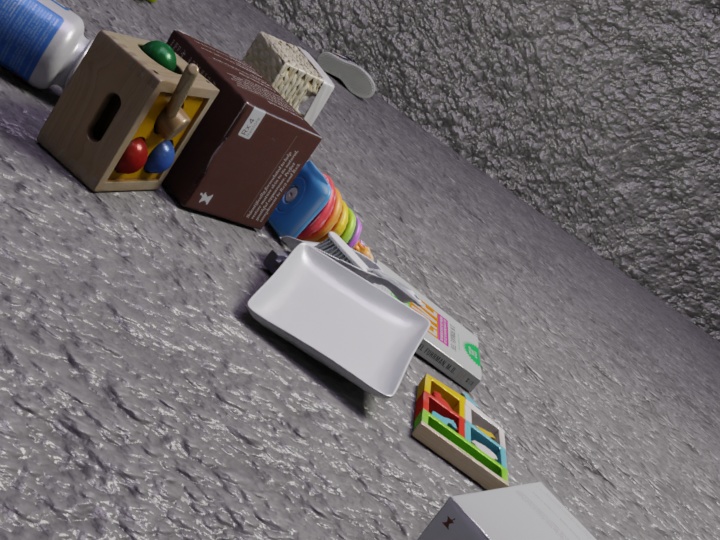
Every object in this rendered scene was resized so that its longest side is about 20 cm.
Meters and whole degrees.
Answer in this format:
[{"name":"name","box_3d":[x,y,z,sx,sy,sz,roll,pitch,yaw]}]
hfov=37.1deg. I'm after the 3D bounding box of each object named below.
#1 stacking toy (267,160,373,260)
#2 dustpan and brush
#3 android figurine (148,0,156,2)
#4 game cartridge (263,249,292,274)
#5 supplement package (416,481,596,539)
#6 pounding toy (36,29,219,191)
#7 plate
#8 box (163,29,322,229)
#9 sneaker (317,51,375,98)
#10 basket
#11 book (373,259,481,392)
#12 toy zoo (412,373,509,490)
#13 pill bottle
[{"name":"stacking toy","box_3d":[-0.041,-0.062,1.614,0.200,0.110,0.116,39,8,-39]},{"name":"dustpan and brush","box_3d":[0.000,0.000,1.439,0.200,0.058,0.139,44,16,23]},{"name":"android figurine","box_3d":[-0.517,-0.646,2.339,0.181,0.041,0.200,24,19,-40]},{"name":"game cartridge","box_3d":[-0.028,0.049,1.410,0.200,0.039,0.129,44,13,24]},{"name":"supplement package","box_3d":[0.125,0.271,0.933,0.117,0.118,0.199,45,17,28]},{"name":"pounding toy","box_3d":[-0.257,-0.193,1.284,0.142,0.201,0.184,39,15,11]},{"name":"plate","box_3d":[-0.025,0.062,1.294,0.198,0.033,0.200,32,29,2]},{"name":"box","box_3d":[-0.197,-0.193,1.484,0.163,0.167,0.200,17,25,-53]},{"name":"sneaker","box_3d":[-0.030,-0.584,3.178,0.199,0.079,0.079,37,21,7]},{"name":"basket","box_3d":[-0.162,-0.384,2.189,0.122,0.136,0.201,23,20,-35]},{"name":"book","box_3d":[0.086,0.083,1.555,0.199,0.048,0.134,36,19,-11]},{"name":"toy zoo","box_3d":[0.126,0.196,1.341,0.130,0.021,0.200,36,15,-5]},{"name":"pill bottle","box_3d":[-0.432,-0.308,1.403,0.199,0.113,0.113,33,15,-14]}]
